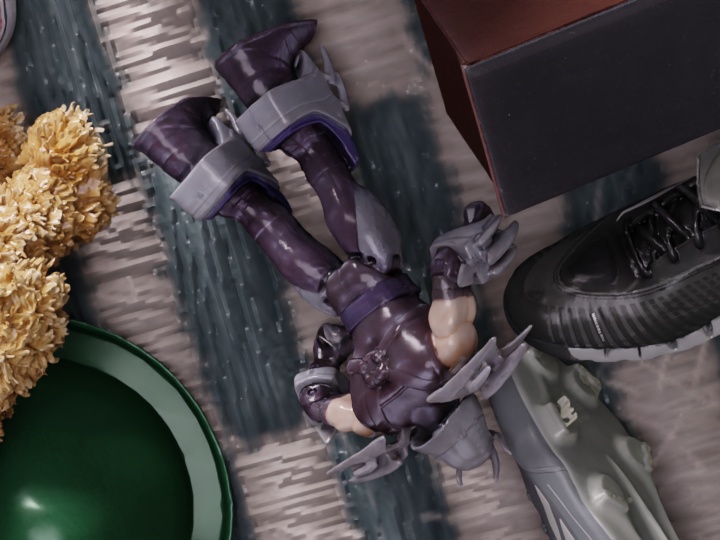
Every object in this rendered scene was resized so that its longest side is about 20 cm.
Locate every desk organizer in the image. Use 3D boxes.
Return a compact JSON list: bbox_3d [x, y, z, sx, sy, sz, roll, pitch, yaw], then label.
[{"bbox_3d":[0.127,-0.104,0.863,0.200,0.077,0.072,-22,127,-4],"label":"desk organizer"}]

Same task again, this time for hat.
[{"bbox_3d":[-0.141,0.111,0.880,0.199,0.176,0.166,-1,96,9],"label":"hat"}]

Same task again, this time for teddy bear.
[{"bbox_3d":[-0.164,0.019,0.888,0.145,0.067,0.200,28,85,46],"label":"teddy bear"}]

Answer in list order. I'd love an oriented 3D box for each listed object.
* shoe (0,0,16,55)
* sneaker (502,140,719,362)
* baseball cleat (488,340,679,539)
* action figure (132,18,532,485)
[{"bbox_3d":[-0.193,-0.176,0.898,0.071,0.091,0.201,-12,95,10],"label":"shoe"},{"bbox_3d":[0.148,-0.023,0.858,0.199,0.091,0.067,-14,54,7],"label":"sneaker"},{"bbox_3d":[0.092,0.129,0.903,0.106,0.070,0.200,-40,77,30],"label":"baseball cleat"},{"bbox_3d":[0.000,0.000,0.891,0.130,0.069,0.200,-40,79,29],"label":"action figure"}]
